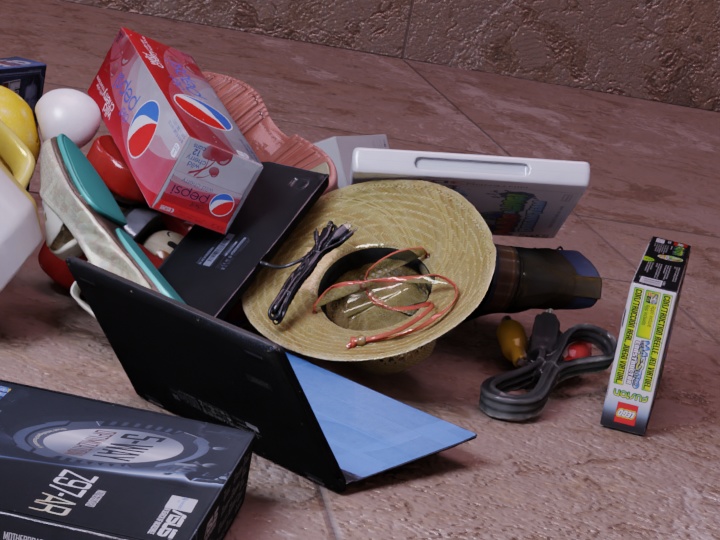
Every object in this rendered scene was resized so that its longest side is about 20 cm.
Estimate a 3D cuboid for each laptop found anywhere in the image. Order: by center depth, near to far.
[{"bbox_3d":[-0.053,0.051,1.199,0.187,0.201,0.116,20,57,38],"label":"laptop"}]

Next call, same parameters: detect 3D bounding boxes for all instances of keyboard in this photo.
[{"bbox_3d":[-0.081,-0.004,1.384,0.126,0.021,0.200,14,51,31],"label":"keyboard"}]

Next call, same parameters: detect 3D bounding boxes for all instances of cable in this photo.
[{"bbox_3d":[0.140,0.081,1.438,0.096,0.051,0.200,16,25,6],"label":"cable"}]

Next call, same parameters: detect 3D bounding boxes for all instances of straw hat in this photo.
[{"bbox_3d":[0.014,0.028,1.395,0.200,0.085,0.202,-11,40,9],"label":"straw hat"}]

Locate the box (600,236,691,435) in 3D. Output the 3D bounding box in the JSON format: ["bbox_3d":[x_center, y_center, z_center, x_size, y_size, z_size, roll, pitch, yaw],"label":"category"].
[{"bbox_3d":[0.221,0.046,1.461,0.034,0.111,0.200,13,14,10],"label":"box"}]

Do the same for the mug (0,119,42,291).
[{"bbox_3d":[-0.290,-0.053,1.305,0.153,0.187,0.149,41,-25,-8],"label":"mug"}]

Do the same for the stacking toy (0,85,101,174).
[{"bbox_3d":[-0.296,-0.099,1.452,0.199,0.147,0.146,-16,18,-10],"label":"stacking toy"}]

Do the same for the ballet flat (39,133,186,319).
[{"bbox_3d":[-0.191,-0.016,1.348,0.200,0.062,0.067,53,6,32],"label":"ballet flat"}]

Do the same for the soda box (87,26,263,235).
[{"bbox_3d":[-0.143,-0.108,1.438,0.070,0.064,0.200,20,20,-31],"label":"soda box"}]

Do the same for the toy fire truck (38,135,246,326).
[{"bbox_3d":[-0.144,-0.021,1.489,0.167,0.113,0.200,32,17,7],"label":"toy fire truck"}]

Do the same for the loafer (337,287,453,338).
[{"bbox_3d":[0.000,0.000,1.494,0.199,0.070,0.070,11,34,-30],"label":"loafer"}]

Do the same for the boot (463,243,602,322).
[{"bbox_3d":[0.129,0.012,1.589,0.096,0.075,0.200,8,2,-10],"label":"boot"}]

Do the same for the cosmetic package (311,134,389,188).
[{"bbox_3d":[-0.073,-0.071,1.661,0.199,0.051,0.082,-16,-2,33],"label":"cosmetic package"}]

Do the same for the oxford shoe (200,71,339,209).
[{"bbox_3d":[-0.088,-0.089,1.528,0.071,0.074,0.200,-36,53,-14],"label":"oxford shoe"}]

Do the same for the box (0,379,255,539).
[{"bbox_3d":[-0.151,0.117,0.996,0.159,0.044,0.200,12,13,5],"label":"box"}]

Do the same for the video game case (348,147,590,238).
[{"bbox_3d":[0.080,-0.060,1.529,0.181,0.024,0.200,3,-11,-1],"label":"video game case"}]

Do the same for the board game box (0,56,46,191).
[{"bbox_3d":[-0.336,-0.107,1.604,0.034,0.137,0.200,15,14,18],"label":"board game box"}]
